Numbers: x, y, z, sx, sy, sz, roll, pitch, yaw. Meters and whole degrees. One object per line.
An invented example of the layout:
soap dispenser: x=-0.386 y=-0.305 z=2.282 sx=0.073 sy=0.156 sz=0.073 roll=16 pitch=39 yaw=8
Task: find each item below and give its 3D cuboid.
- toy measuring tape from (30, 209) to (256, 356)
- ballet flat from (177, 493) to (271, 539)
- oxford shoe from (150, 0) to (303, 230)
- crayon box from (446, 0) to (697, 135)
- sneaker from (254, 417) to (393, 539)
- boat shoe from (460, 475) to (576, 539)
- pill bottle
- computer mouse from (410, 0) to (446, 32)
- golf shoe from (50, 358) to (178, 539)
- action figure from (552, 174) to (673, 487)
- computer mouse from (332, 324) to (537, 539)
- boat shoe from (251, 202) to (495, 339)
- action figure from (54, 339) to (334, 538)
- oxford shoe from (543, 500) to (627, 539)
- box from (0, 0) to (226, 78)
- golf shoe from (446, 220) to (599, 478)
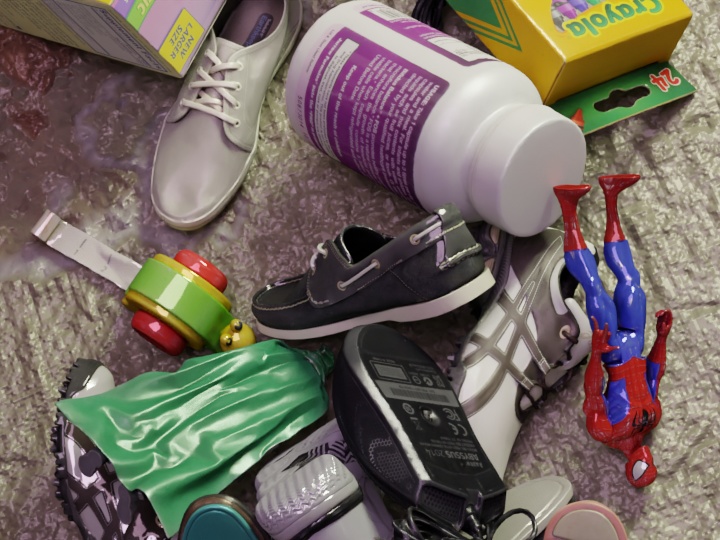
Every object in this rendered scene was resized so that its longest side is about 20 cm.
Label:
toy measuring tape: x=-0.155 y=0.003 z=1.573 sx=0.199 sy=0.074 sz=0.074 roll=31 pitch=79 yaw=21
ballet flat: x=-0.066 y=0.224 z=1.430 sx=0.068 sy=0.068 sz=0.201 roll=-13 pitch=105 yaw=11
oxford shoe: x=-0.100 y=-0.125 z=1.616 sx=0.075 sy=0.058 sz=0.201 roll=20 pitch=77 yaw=16
crayon box: x=0.136 y=-0.189 z=1.559 sx=0.127 sy=0.051 sz=0.200 roll=-23 pitch=62 yaw=-34
sneaker: x=-0.010 y=0.166 z=1.439 sx=0.075 sy=0.200 sz=0.115 roll=-32 pitch=96 yaw=6
boat shoe: x=0.069 y=0.212 z=1.449 sx=0.200 sy=0.074 sz=0.060 roll=-42 pitch=109 yaw=-20
pill bottle: x=0.051 y=-0.098 z=1.515 sx=0.200 sy=0.112 sz=0.112 roll=32 pitch=79 yaw=39
computer mouse: x=-0.004 y=-0.248 z=1.585 sx=0.044 sy=0.200 sz=0.110 roll=0 pitch=61 yaw=61
golf shoe: x=-0.153 y=0.156 z=1.508 sx=0.094 sy=0.078 sz=0.201 roll=-7 pitch=80 yaw=8
action figure: x=0.167 y=0.042 z=1.464 sx=0.052 sy=0.065 sz=0.201 roll=3 pitch=103 yaw=54
computer mouse: x=0.032 y=0.119 z=1.396 sx=0.053 sy=0.138 sz=0.200 roll=-50 pitch=46 yaw=28
boat shoe: x=0.000 y=0.000 z=1.502 sx=0.199 sy=0.068 sz=0.072 roll=-13 pitch=19 yaw=44
action figure: x=-0.089 y=0.096 z=1.488 sx=0.200 sy=0.055 sz=0.118 roll=-26 pitch=68 yaw=-37
oxford shoe: x=0.147 y=0.243 z=1.420 sx=0.070 sy=0.074 sz=0.201 roll=4 pitch=90 yaw=11
box: x=-0.179 y=-0.254 z=1.630 sx=0.199 sy=0.097 sz=0.176 roll=19 pitch=74 yaw=37
golf shoe: x=0.107 y=0.060 z=1.489 sx=0.094 sy=0.078 sz=0.201 roll=5 pitch=72 yaw=14
